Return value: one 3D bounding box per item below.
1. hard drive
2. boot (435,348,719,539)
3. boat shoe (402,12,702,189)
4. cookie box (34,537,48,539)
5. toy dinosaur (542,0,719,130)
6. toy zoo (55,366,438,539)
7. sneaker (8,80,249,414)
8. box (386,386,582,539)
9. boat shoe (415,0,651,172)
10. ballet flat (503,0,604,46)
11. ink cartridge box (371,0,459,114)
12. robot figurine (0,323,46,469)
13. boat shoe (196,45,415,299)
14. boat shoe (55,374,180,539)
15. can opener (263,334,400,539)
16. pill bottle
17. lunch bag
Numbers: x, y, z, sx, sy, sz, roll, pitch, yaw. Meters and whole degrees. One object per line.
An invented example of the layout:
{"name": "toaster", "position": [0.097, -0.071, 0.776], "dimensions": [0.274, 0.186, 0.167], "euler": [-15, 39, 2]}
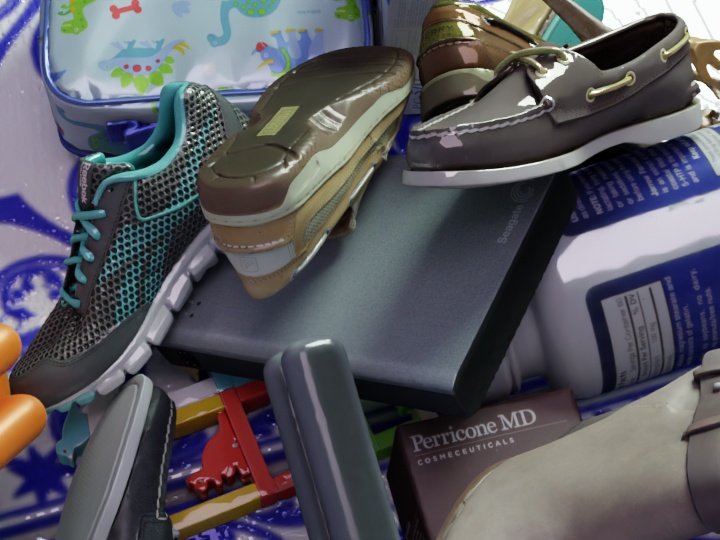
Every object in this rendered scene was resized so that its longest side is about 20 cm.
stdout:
{"name": "hard drive", "position": [0.000, 0.000, 0.771], "dimensions": [0.199, 0.033, 0.140], "euler": [6, 55, 37]}
{"name": "boot", "position": [0.125, 0.102, 0.650], "dimensions": [0.200, 0.146, 0.071], "euler": [-44, 108, -39]}
{"name": "boat shoe", "position": [0.096, -0.084, 0.732], "dimensions": [0.199, 0.060, 0.072], "euler": [-18, 20, -36]}
{"name": "cookie box", "position": [-0.182, 0.219, 0.631], "dimensions": [0.075, 0.199, 0.172], "euler": [32, 52, -37]}
{"name": "toy dinosaur", "position": [0.153, -0.124, 0.867], "dimensions": [0.200, 0.106, 0.061], "euler": [38, 84, -21]}
{"name": "toy zoo", "position": [-0.071, 0.068, 0.817], "dimensions": [0.199, 0.021, 0.132], "euler": [-20, 65, -13]}
{"name": "sneaker", "position": [-0.126, -0.018, 0.777], "dimensions": [0.200, 0.091, 0.077], "euler": [-51, 31, -13]}
{"name": "box", "position": [0.087, 0.170, 0.744], "dimensions": [0.099, 0.075, 0.201], "euler": [-12, 61, -10]}
{"name": "boat shoe", "position": [0.111, -0.096, 0.835], "dimensions": [0.072, 0.199, 0.069], "euler": [-20, 63, 36]}
{"name": "ballet flat", "position": [0.084, -0.104, 0.906], "dimensions": [0.063, 0.069, 0.201], "euler": [9, 52, 39]}
{"name": "ink cartridge box", "position": [0.031, -0.185, 0.857], "dimensions": [0.044, 0.200, 0.095], "euler": [-3, 62, -5]}
{"name": "robot figurine", "position": [-0.255, 0.073, 0.730], "dimensions": [0.198, 0.144, 0.117], "euler": [-6, 59, 25]}
{"name": "boat shoe", "position": [-0.023, -0.052, 0.756], "dimensions": [0.071, 0.077, 0.200], "euler": [2, 29, 27]}
{"name": "boat shoe", "position": [-0.122, 0.154, 0.736], "dimensions": [0.060, 0.075, 0.201], "euler": [23, 73, -21]}
{"name": "can opener", "position": [0.008, 0.127, 0.688], "dimensions": [0.066, 0.053, 0.201], "euler": [-17, 81, -28]}
{"name": "pill bottle", "position": [0.137, 0.002, 0.805], "dimensions": [0.198, 0.120, 0.120], "euler": [-17, 64, -1]}
{"name": "lunch bag", "position": [-0.092, -0.144, 0.890], "dimensions": [0.198, 0.083, 0.162], "euler": [-5, 62, -3]}
